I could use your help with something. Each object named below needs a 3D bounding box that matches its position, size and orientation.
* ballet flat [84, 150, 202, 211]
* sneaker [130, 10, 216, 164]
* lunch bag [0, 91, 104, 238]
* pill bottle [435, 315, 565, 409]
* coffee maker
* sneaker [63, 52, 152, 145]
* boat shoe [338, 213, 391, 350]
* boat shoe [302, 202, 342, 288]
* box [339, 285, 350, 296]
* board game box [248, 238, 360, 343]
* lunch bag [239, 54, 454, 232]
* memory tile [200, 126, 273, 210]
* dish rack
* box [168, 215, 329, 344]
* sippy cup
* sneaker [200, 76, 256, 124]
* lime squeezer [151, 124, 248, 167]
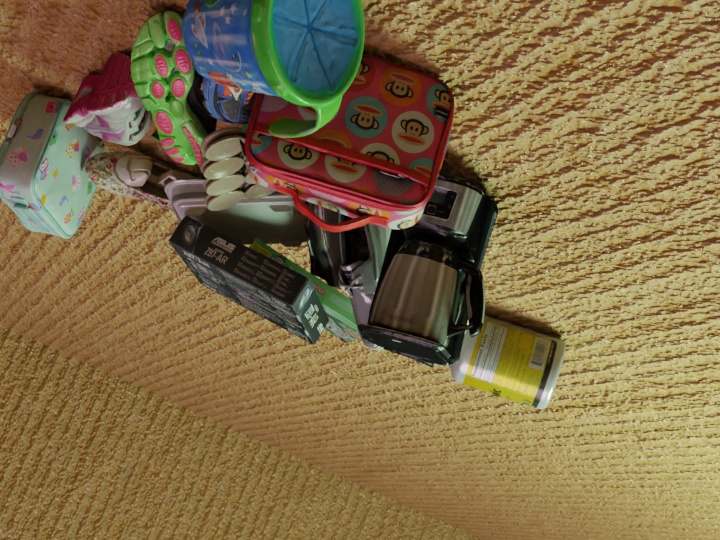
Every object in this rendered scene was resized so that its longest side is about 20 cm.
[{"bbox_3d":[-0.285,-0.129,1.492,0.198,0.076,0.064,17,153,-19],"label":"ballet flat"},{"bbox_3d":[-0.205,-0.209,1.184,0.076,0.084,0.201,3,140,5],"label":"sneaker"},{"bbox_3d":[-0.431,-0.139,1.459,0.076,0.162,0.200,16,161,10],"label":"lunch bag"},{"bbox_3d":[0.203,0.130,1.616,0.198,0.112,0.111,18,160,7],"label":"pill bottle"},{"bbox_3d":[0.078,0.000,1.259,0.133,0.202,0.192,18,170,-6],"label":"coffee maker"},{"bbox_3d":[-0.289,-0.202,1.293,0.088,0.082,0.199,29,167,-27],"label":"sneaker"},{"bbox_3d":[0.001,-0.001,1.334,0.070,0.203,0.071,-12,167,42],"label":"boat shoe"},{"bbox_3d":[-0.055,-0.047,1.433,0.056,0.067,0.201,15,146,19],"label":"boat shoe"},{"bbox_3d":[0.073,0.026,1.467,0.101,0.113,0.200,9,156,33],"label":"box"},{"bbox_3d":[-0.079,0.032,1.484,0.199,0.029,0.135,34,164,-7],"label":"board game box"},{"bbox_3d":[-0.016,-0.126,1.062,0.198,0.178,0.082,16,164,0],"label":"lunch bag"},{"bbox_3d":[-0.117,-0.131,1.259,0.152,0.017,0.200,-20,165,-13],"label":"memory tile"},{"bbox_3d":[-0.159,-0.072,1.454,0.198,0.044,0.172,-3,157,2],"label":"dish rack"},{"bbox_3d":[-0.147,0.015,1.426,0.199,0.044,0.160,26,164,18],"label":"box"},{"bbox_3d":[-0.086,-0.218,0.957,0.129,0.180,0.139,8,179,37],"label":"sippy cup"},{"bbox_3d":[-0.125,-0.211,1.110,0.078,0.076,0.200,13,161,9],"label":"sneaker"},{"bbox_3d":[-0.194,-0.155,1.372,0.199,0.038,0.071,2,153,44],"label":"lime squeezer"}]
